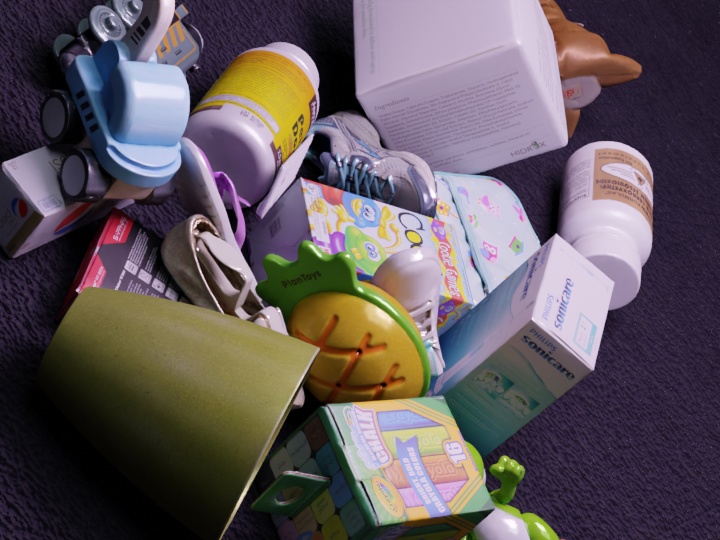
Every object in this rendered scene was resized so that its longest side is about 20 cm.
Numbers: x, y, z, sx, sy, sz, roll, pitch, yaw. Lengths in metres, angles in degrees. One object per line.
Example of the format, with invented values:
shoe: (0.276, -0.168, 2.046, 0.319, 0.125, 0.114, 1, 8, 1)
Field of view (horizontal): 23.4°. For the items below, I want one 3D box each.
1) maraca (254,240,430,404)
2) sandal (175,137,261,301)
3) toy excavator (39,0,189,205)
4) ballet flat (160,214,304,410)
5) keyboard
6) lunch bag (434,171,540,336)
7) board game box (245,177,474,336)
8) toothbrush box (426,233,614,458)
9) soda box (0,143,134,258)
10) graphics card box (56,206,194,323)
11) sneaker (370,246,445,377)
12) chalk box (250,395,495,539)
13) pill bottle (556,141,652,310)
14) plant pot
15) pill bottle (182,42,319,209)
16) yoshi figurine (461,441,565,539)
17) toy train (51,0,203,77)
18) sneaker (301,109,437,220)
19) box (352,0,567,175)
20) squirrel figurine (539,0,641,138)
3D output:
maraca: (-0.015, 0.057, 1.601, 0.201, 0.136, 0.107, 54, 35, -22)
sandal: (-0.129, -0.051, 1.632, 0.050, 0.204, 0.082, -34, 45, -19)
toy excavator: (-0.196, -0.181, 1.534, 0.099, 0.200, 0.196, 2, 54, -44)
ballet flat: (-0.108, 0.037, 1.564, 0.201, 0.062, 0.067, 52, 37, 5)
keyboard: (-0.073, -0.097, 1.755, 0.011, 0.057, 0.200, 31, 15, -2)
lunch bag: (0.128, -0.011, 1.912, 0.159, 0.077, 0.202, 6, 52, -41)
board game box: (0.000, 0.000, 1.753, 0.198, 0.105, 0.104, 15, 47, -34)
toothbrush box: (0.152, 0.082, 1.746, 0.085, 0.200, 0.147, 37, 37, -10)
soda box: (-0.260, -0.082, 1.604, 0.064, 0.068, 0.200, 50, 36, 7)
graphics card box: (-0.170, 0.046, 1.590, 0.199, 0.051, 0.126, 33, 38, -16)
sneaker: (0.055, 0.059, 1.678, 0.074, 0.201, 0.089, -18, 56, -14)
chalk box: (-0.004, 0.199, 1.551, 0.199, 0.125, 0.125, -1, 57, -43)
pill bottle: (0.292, -0.052, 2.080, 0.114, 0.114, 0.201, 32, 39, -18)
plant pot: (-0.164, 0.101, 1.462, 0.198, 0.188, 0.188, 28, 38, 1)
pill bottle: (-0.109, -0.156, 1.787, 0.109, 0.109, 0.201, 40, 37, -8)
yoshi figurine: (0.118, 0.233, 1.656, 0.200, 0.112, 0.112, 46, 43, 4)
toy train: (-0.230, -0.221, 1.760, 0.114, 0.085, 0.200, 53, 34, -10)
sneaker: (0.002, -0.099, 1.851, 0.086, 0.078, 0.200, -13, 36, -37)
box: (0.110, -0.234, 1.960, 0.172, 0.198, 0.201, 58, 22, -44)
squirrel figurine: (0.228, -0.296, 2.232, 0.199, 0.142, 0.188, 18, 38, -36)
